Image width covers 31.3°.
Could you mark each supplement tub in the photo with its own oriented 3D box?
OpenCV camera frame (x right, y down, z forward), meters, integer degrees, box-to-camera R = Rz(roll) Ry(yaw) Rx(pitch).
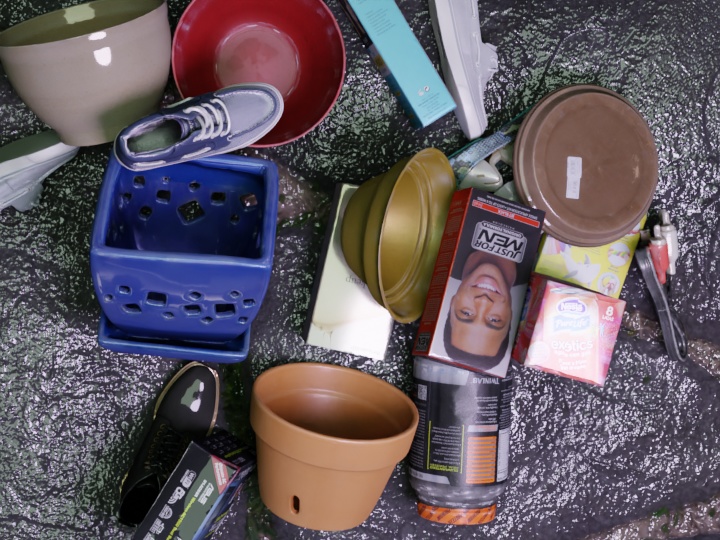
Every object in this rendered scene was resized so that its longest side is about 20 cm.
[{"bbox_3d":[0.121,0.201,1.570,0.122,0.123,0.200,3,93,-6],"label":"supplement tub"}]

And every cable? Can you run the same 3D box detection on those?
[{"bbox_3d":[0.383,0.028,1.590,0.050,0.097,0.200,-12,105,26],"label":"cable"}]

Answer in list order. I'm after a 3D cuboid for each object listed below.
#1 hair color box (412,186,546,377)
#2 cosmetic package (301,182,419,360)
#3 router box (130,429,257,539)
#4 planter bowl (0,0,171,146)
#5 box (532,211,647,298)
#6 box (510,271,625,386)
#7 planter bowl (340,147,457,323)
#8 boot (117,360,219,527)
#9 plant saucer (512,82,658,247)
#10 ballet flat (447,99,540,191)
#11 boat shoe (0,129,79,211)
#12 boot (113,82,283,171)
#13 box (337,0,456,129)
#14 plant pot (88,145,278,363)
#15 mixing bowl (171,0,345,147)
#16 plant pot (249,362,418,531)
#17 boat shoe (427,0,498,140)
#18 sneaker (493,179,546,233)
[{"bbox_3d":[0.137,0.015,1.482,0.101,0.061,0.200,16,83,-16],"label":"hair color box"},{"bbox_3d":[0.000,0.000,1.570,0.103,0.073,0.200,12,92,-7],"label":"cosmetic package"},{"bbox_3d":[-0.192,0.271,1.501,0.062,0.200,0.150,33,90,6],"label":"router box"},{"bbox_3d":[-0.304,-0.224,1.474,0.200,0.200,0.135,-14,114,-5],"label":"planter bowl"},{"bbox_3d":[0.277,-0.019,1.611,0.117,0.048,0.200,19,94,-7],"label":"box"},{"bbox_3d":[0.228,0.062,1.490,0.095,0.200,0.103,15,92,-4],"label":"box"},{"bbox_3d":[0.033,-0.046,1.471,0.083,0.200,0.201,11,93,28],"label":"planter bowl"},{"bbox_3d":[-0.225,0.209,1.526,0.077,0.138,0.200,23,89,-5],"label":"boot"},{"bbox_3d":[0.279,-0.128,1.554,0.200,0.029,0.200,0,90,-19],"label":"plant saucer"},{"bbox_3d":[0.171,-0.137,1.574,0.200,0.074,0.074,-34,97,-1],"label":"ballet flat"},{"bbox_3d":[-0.417,-0.103,1.529,0.201,0.070,0.072,-27,120,-8],"label":"boat shoe"},{"bbox_3d":[-0.172,-0.158,1.416,0.200,0.090,0.073,-23,96,-12],"label":"boot"},{"bbox_3d":[0.040,-0.268,1.551,0.049,0.082,0.200,-32,96,-2],"label":"box"},{"bbox_3d":[-0.203,-0.010,1.476,0.200,0.200,0.180,6,130,-7],"label":"plant pot"},{"bbox_3d":[-0.120,-0.245,1.522,0.200,0.108,0.201,0,94,-5],"label":"mixing bowl"},{"bbox_3d":[-0.041,0.214,1.531,0.200,0.200,0.140,10,110,-7],"label":"plant pot"},{"bbox_3d":[0.134,-0.263,1.573,0.068,0.072,0.200,-13,86,-4],"label":"boat shoe"},{"bbox_3d":[0.172,-0.040,1.583,0.076,0.081,0.200,42,86,9],"label":"sneaker"}]
